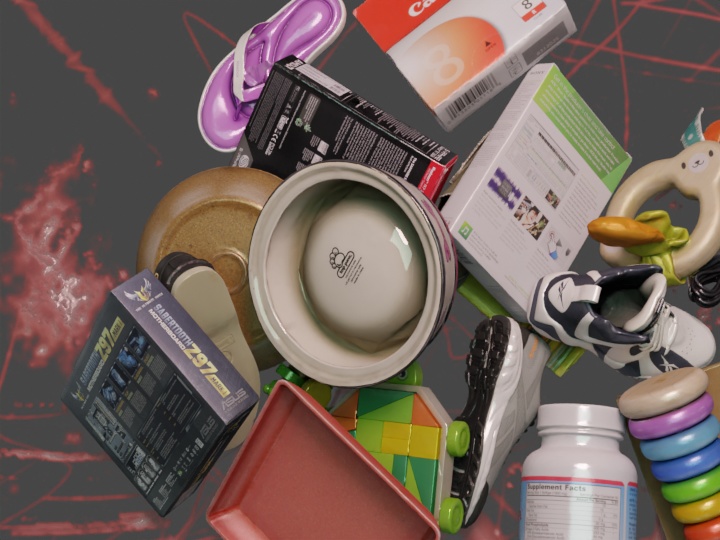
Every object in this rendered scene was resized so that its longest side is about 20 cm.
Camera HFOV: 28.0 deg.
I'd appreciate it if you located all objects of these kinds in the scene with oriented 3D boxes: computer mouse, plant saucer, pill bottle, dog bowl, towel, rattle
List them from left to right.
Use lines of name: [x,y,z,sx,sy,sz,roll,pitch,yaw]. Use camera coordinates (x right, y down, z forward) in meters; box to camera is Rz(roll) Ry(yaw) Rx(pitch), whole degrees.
plant saucer: [-0.125,0.001,1.391,0.197,0.035,0.203,0,93,7]
plant saucer: [-0.032,0.224,1.306,0.199,0.037,0.201,42,126,17]
dog bowl: [0.000,0.000,1.298,0.198,0.074,0.203,4,99,28]
towel: [0.146,0.009,1.414,0.199,0.018,0.086,40,82,9]
pill bottle: [0.198,0.228,1.322,0.107,0.109,0.203,4,78,3]
rattle: [0.286,-0.098,1.363,0.142,0.130,0.201,33,88,-31]
computer mouse: [0.392,0.069,1.368,0.109,0.044,0.202,-23,81,-29]

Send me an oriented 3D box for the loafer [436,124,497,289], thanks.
loafer: [0.115,-0.062,1.386,0.075,0.070,0.201,30,84,9]

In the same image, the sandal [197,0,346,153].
sandal: [-0.095,-0.211,1.451,0.082,0.050,0.203,36,83,9]

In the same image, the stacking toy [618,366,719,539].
stacking toy: [0.305,0.194,1.305,0.084,0.085,0.202,-22,93,-3]

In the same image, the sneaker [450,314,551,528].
sneaker: [0.129,0.148,1.361,0.079,0.074,0.203,19,90,-30]

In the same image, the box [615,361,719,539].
box: [0.356,0.162,1.334,0.198,0.021,0.166,-21,85,16]

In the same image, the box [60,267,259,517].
box: [-0.188,0.115,1.318,0.158,0.200,0.051,46,49,10]

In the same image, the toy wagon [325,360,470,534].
toy wagon: [0.025,0.160,1.341,0.153,0.039,0.203,3,84,28]

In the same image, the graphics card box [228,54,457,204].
graphics card box: [-0.018,-0.104,1.396,0.198,0.051,0.126,31,117,8]

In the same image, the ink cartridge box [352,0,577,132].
ink cartridge box: [0.093,-0.254,1.407,0.162,0.050,0.201,-37,57,3]

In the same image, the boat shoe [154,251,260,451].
boat shoe: [-0.144,0.076,1.352,0.073,0.063,0.204,-24,122,-21]

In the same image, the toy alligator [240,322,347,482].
toy alligator: [-0.064,0.109,1.371,0.200,0.059,0.054,-49,117,-8]

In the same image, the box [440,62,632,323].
box: [0.165,-0.073,1.368,0.144,0.036,0.201,44,71,-31]

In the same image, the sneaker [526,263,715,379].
sneaker: [0.264,0.048,1.322,0.197,0.129,0.080,25,77,-17]
